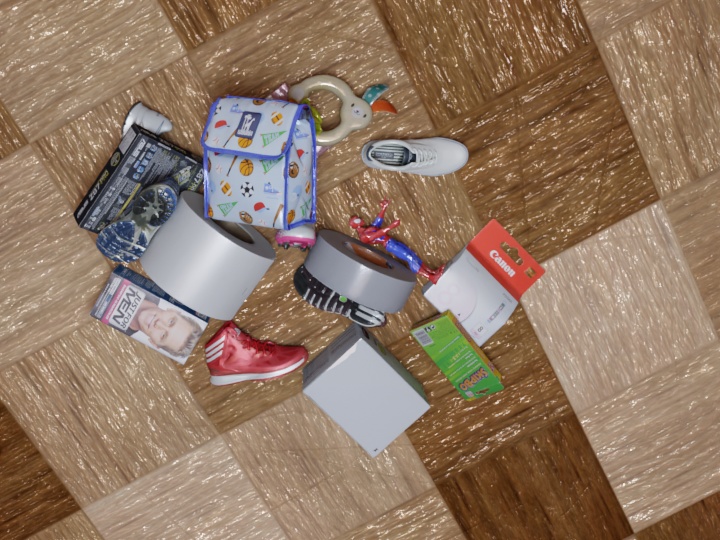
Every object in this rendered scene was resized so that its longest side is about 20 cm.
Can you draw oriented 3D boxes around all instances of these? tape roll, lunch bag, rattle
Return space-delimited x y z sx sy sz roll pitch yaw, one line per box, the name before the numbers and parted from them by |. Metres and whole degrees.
tape roll | -0.269 -0.027 1.333 0.202 0.203 0.139 36 100 -12
lunch bag | -0.164 -0.177 1.222 0.169 0.124 0.201 11 106 21
tape roll | 0.000 0.000 1.361 0.199 0.200 0.066 25 103 -10
rattle | -0.028 -0.291 1.302 0.199 0.143 0.131 -1 76 -3

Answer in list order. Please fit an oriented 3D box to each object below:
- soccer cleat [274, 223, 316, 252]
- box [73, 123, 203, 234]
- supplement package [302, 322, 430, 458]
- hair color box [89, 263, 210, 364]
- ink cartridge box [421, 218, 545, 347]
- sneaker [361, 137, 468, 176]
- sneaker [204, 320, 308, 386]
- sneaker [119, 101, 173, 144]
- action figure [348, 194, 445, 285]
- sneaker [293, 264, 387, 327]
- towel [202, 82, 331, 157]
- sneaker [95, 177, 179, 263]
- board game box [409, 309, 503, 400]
soccer cleat | -0.115 -0.081 1.335 0.069 0.200 0.087 6 89 -7
box | -0.383 -0.139 1.330 0.161 0.049 0.200 24 107 -45
supplement package | 0.009 0.230 1.470 0.156 0.111 0.200 -43 104 8
hair color box | -0.396 0.083 1.427 0.199 0.061 0.100 30 102 -12
ink cartridge box | 0.243 0.027 1.465 0.162 0.057 0.200 43 103 -13
sneaker | 0.102 -0.205 1.379 0.199 0.071 0.073 -2 105 -3
sneaker | -0.207 0.149 1.451 0.199 0.078 0.116 -14 107 -2
sneaker | -0.399 -0.195 1.347 0.087 0.075 0.201 20 104 -15
action figure | 0.077 -0.066 1.407 0.199 0.065 0.099 28 106 2
sneaker | -0.034 0.062 1.444 0.199 0.116 0.076 30 83 23
towel | -0.170 -0.226 1.380 0.200 0.023 0.144 -37 105 7
sneaker | -0.372 -0.087 1.288 0.200 0.085 0.077 -35 113 27
board game box | 0.194 0.172 1.488 0.095 0.030 0.200 -27 108 36
